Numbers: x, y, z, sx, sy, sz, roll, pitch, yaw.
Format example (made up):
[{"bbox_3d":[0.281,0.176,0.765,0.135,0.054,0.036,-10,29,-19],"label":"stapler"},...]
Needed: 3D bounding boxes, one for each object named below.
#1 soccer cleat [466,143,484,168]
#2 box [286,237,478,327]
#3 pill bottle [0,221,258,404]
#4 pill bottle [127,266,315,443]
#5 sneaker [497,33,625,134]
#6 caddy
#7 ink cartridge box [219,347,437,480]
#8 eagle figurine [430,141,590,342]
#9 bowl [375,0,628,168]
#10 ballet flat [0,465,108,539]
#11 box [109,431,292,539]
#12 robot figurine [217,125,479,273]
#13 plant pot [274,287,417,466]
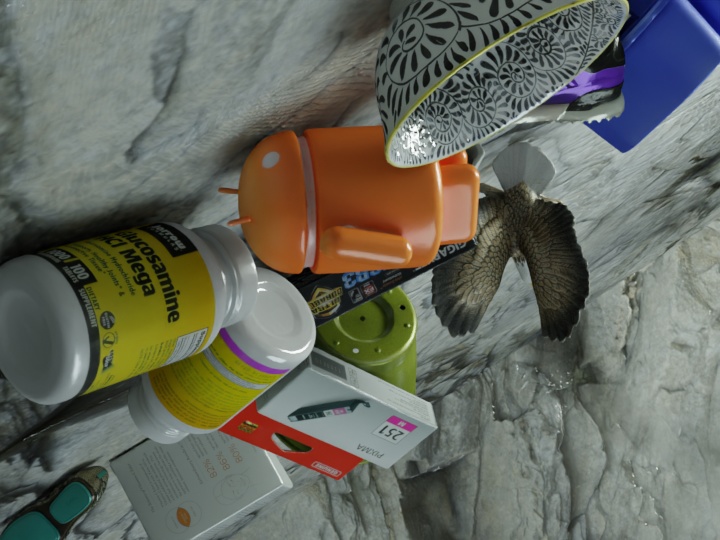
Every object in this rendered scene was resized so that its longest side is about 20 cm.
[{"bbox_3d":[0.044,-0.078,1.316,0.200,0.069,0.085,-25,162,-43],"label":"soccer cleat"},{"bbox_3d":[0.000,0.000,1.422,0.200,0.050,0.198,-27,-175,-13],"label":"box"},{"bbox_3d":[-0.179,0.024,1.066,0.200,0.113,0.112,-19,163,-46],"label":"pill bottle"},{"bbox_3d":[-0.139,0.088,1.303,0.200,0.104,0.104,-40,165,35],"label":"pill bottle"},{"bbox_3d":[0.130,-0.173,1.149,0.200,0.070,0.100,-9,126,-14],"label":"sneaker"},{"bbox_3d":[0.258,-0.203,1.245,0.141,0.105,0.200,-50,-179,-37],"label":"caddy"},{"bbox_3d":[-0.042,0.181,1.581,0.200,0.044,0.174,28,123,-32],"label":"ink cartridge box"},{"bbox_3d":[0.173,-0.023,1.505,0.152,0.151,0.200,-38,-158,37],"label":"eagle figurine"},{"bbox_3d":[0.081,-0.167,0.970,0.201,0.094,0.201,-29,167,-7],"label":"bowl"},{"bbox_3d":[-0.408,0.327,1.855,0.200,0.068,0.075,-40,-179,26],"label":"ballet flat"},{"bbox_3d":[-0.221,0.287,1.913,0.200,0.152,0.106,-30,169,-2],"label":"box"},{"bbox_3d":[-0.009,-0.056,1.073,0.200,0.144,0.117,-4,158,-9],"label":"robot figurine"},{"bbox_3d":[-0.012,0.105,1.657,0.200,0.200,0.193,-25,155,-26],"label":"plant pot"}]
